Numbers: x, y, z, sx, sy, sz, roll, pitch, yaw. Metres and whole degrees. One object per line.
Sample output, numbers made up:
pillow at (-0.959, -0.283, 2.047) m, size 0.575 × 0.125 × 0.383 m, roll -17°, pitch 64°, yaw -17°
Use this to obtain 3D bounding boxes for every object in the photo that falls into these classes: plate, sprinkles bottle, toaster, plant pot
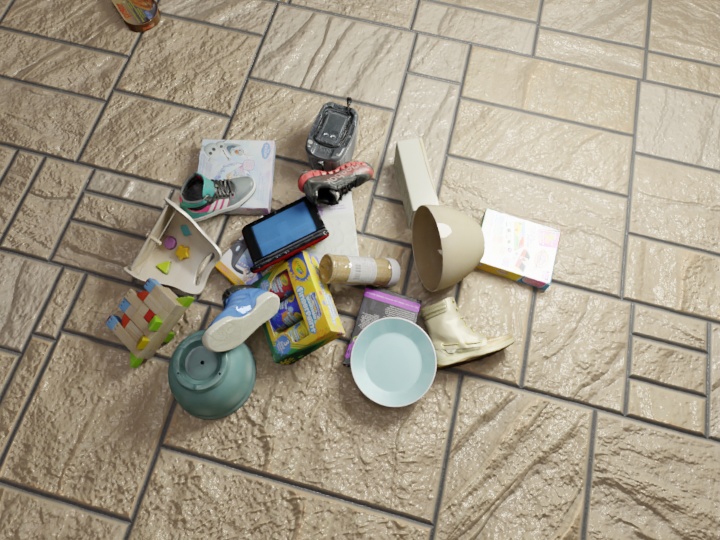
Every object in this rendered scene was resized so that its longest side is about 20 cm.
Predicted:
plate at (0.074, 0.207, 1.288) m, size 0.195 × 0.026 × 0.205 m, roll 1°, pitch 69°, yaw -2°
sprinkles bottle at (0.000, 0.000, 1.330) m, size 0.197 × 0.068 × 0.070 m, roll 4°, pitch 63°, yaw -36°
toaster at (-0.069, -0.338, 1.482) m, size 0.111 × 0.130 × 0.204 m, roll 17°, pitch 69°, yaw 6°
plant pot at (-0.339, 0.216, 1.258) m, size 0.195 × 0.135 × 0.205 m, roll 0°, pitch 68°, yaw 0°
plant pot at (0.216, -0.060, 1.346) m, size 0.131 × 0.201 × 0.204 m, roll -7°, pitch 68°, yaw -13°

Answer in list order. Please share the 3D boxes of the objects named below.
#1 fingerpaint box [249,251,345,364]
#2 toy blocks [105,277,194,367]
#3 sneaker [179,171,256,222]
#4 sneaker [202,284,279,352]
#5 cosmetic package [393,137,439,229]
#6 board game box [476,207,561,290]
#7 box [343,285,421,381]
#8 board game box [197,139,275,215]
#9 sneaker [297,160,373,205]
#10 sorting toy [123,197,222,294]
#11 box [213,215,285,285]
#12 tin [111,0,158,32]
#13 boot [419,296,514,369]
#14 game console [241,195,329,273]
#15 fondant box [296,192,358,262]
fingerpaint box at (-0.148, 0.087, 1.306) m, size 0.165 × 0.073 × 0.203 m, roll -29°, pitch 69°, yaw 20°
toy blocks at (-0.500, 0.101, 1.321) m, size 0.136 × 0.100 × 0.201 m, roll 38°, pitch 92°, yaw 19°
sneaker at (-0.355, -0.199, 1.383) m, size 0.197 × 0.121 × 0.085 m, roll -27°, pitch 72°, yaw -9°
sneaker at (-0.282, 0.098, 1.245) m, size 0.110 × 0.078 × 0.199 m, roll 20°, pitch 43°, yaw 37°
cosmetic package at (0.141, -0.223, 1.453) m, size 0.071 × 0.104 × 0.204 m, roll -10°, pitch 70°, yaw -5°
board game box at (0.388, -0.055, 1.421) m, size 0.196 × 0.040 × 0.156 m, roll 18°, pitch 69°, yaw 7°
box at (0.052, 0.147, 1.342) m, size 0.140 × 0.036 × 0.204 m, roll 16°, pitch 68°, yaw 5°
board game box at (-0.327, -0.246, 1.489) m, size 0.194 × 0.044 × 0.204 m, roll 1°, pitch 68°, yaw 2°
sneaker at (-0.051, -0.210, 1.399) m, size 0.196 × 0.072 × 0.099 m, roll -16°, pitch 53°, yaw -16°
sorting toy at (-0.432, -0.039, 1.371) m, size 0.178 × 0.107 × 0.202 m, roll 34°, pitch 96°, yaw 2°
box at (-0.252, -0.042, 1.412) m, size 0.118 × 0.042 × 0.201 m, roll 37°, pitch 75°, yaw 14°
tin at (-0.679, -0.798, 1.710) m, size 0.111 × 0.042 × 0.201 m, roll -30°, pitch 72°, yaw -16°
boot at (0.247, 0.132, 1.329) m, size 0.196 × 0.073 × 0.159 m, roll -15°, pitch 72°, yaw -1°
game console at (-0.183, -0.091, 1.339) m, size 0.197 × 0.172 × 0.121 m, roll -26°, pitch 94°, yaw -2°
fondant box at (-0.082, -0.091, 1.423) m, size 0.141 × 0.058 × 0.204 m, roll -6°, pitch 67°, yaw -3°
